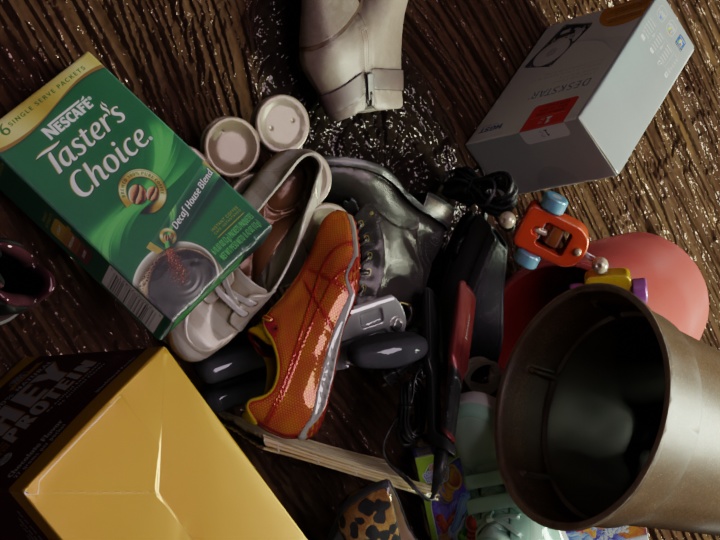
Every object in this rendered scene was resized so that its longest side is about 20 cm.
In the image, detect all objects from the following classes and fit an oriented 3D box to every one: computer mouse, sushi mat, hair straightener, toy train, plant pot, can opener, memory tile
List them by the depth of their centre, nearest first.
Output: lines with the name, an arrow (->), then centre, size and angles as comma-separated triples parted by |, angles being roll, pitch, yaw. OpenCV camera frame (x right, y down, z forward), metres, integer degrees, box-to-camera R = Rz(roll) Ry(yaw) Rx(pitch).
memory tile -> -0.109, -0.044, 1.075 | 0.199, 0.017, 0.154 | -30, 105, -22
plant pot -> 0.250, 0.134, 1.093 | 0.197, 0.200, 0.202 | 19, 73, -31
can opener -> -0.040, 0.070, 1.095 | 0.198, 0.066, 0.053 | -15, 107, -21
sushi mat -> -0.027, 0.157, 1.104 | 0.199, 0.095, 0.012 | 23, 87, -37
hair straightener -> 0.057, 0.105, 1.138 | 0.041, 0.076, 0.202 | 44, 44, -51
toy train -> 0.174, 0.029, 1.178 | 0.056, 0.149, 0.201 | -67, 178, -67
computer mouse -> 0.097, 0.004, 1.227 | 0.052, 0.138, 0.202 | -2, 99, -19
plant pot -> 0.252, 0.055, 1.307 | 0.177, 0.199, 0.202 | -30, 105, -49

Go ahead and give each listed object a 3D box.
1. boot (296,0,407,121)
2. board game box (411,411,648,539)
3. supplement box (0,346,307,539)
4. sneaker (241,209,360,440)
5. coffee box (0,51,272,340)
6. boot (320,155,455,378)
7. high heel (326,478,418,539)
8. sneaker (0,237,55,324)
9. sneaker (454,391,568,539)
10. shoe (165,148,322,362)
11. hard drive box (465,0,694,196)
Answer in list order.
boot -> 0.016, -0.223, 1.210 | 0.199, 0.070, 0.148 | -23, 106, -39
board game box -> 0.158, 0.214, 1.212 | 0.198, 0.045, 0.136 | -13, 94, 0
supplement box -> -0.176, 0.172, 0.903 | 0.133, 0.199, 0.198 | -48, 115, -33
sneaker -> -0.046, 0.034, 1.045 | 0.076, 0.073, 0.201 | 17, 62, -5
coffee box -> -0.179, -0.058, 0.980 | 0.200, 0.044, 0.123 | 44, 58, 2
boot -> 0.000, 0.000, 1.166 | 0.199, 0.069, 0.176 | 21, 80, -30
high heel -> 0.063, 0.245, 1.117 | 0.198, 0.143, 0.072 | 12, 35, -21
sneaker -> -0.297, -0.008, 0.875 | 0.199, 0.115, 0.076 | 9, 79, -40
sneaker -> 0.117, 0.210, 1.123 | 0.118, 0.073, 0.202 | -31, 98, -54
shoe -> -0.091, -0.016, 1.046 | 0.070, 0.053, 0.201 | 36, 77, -22
hard drive box -> 0.224, -0.176, 1.317 | 0.077, 0.155, 0.201 | 50, 56, -24
